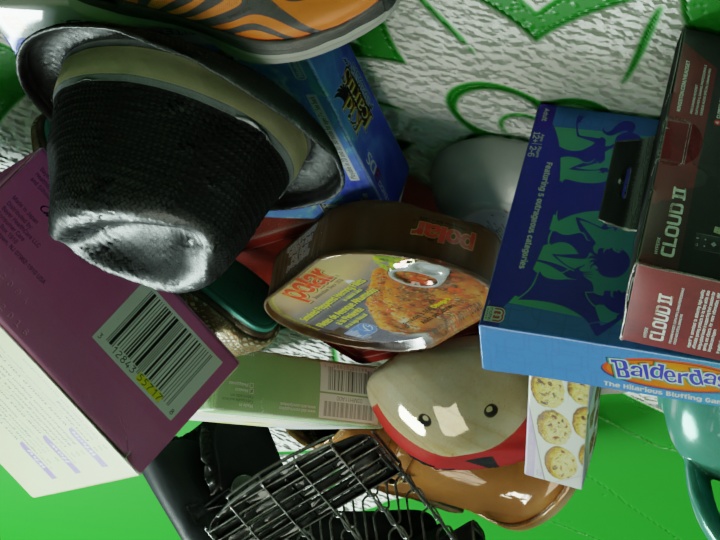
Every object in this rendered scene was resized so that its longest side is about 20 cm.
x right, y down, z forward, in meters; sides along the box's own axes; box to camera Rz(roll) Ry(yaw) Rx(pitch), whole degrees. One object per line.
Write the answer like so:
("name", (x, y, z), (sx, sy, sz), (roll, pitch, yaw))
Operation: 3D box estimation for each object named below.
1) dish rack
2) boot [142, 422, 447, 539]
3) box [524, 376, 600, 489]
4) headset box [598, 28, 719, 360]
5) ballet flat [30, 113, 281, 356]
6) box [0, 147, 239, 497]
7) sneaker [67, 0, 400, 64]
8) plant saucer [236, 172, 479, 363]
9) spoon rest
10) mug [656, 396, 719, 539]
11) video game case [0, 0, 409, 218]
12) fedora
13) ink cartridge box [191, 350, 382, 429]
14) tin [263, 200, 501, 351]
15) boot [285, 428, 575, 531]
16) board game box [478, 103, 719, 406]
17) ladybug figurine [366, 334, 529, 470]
("dish rack", (-0.011, 0.187, 1.593), (0.153, 0.055, 0.200), (-31, 127, 8))
("boot", (-0.051, 0.169, 1.717), (0.199, 0.169, 0.076), (-20, 169, -16))
("box", (0.121, 0.056, 1.353), (0.041, 0.039, 0.201), (13, 143, 11))
("headset box", (0.219, -0.028, 1.132), (0.198, 0.149, 0.075), (11, 148, 6))
("ballet flat", (-0.138, -0.013, 1.410), (0.200, 0.071, 0.065), (44, 131, -10))
("box", (-0.196, 0.038, 1.399), (0.176, 0.097, 0.200), (48, 154, -11))
("sneaker", (-0.081, -0.162, 1.112), (0.198, 0.078, 0.112), (4, 154, 22))
("plant saucer", (0.000, 0.000, 1.451), (0.199, 0.037, 0.199), (33, 149, -32))
("spoon rest", (0.111, -0.011, 1.360), (0.099, 0.061, 0.200), (-5, 135, 33))
("mug", (0.225, 0.058, 1.269), (0.114, 0.186, 0.153), (13, 137, 15))
("video game case", (-0.087, -0.100, 1.268), (0.180, 0.046, 0.200), (4, 149, 23))
("fedora", (-0.108, -0.048, 1.193), (0.199, 0.092, 0.201), (20, 160, 8))
("ink cartridge box", (-0.099, 0.082, 1.568), (0.145, 0.048, 0.199), (9, 170, -39))
("tin", (0.012, 0.005, 1.342), (0.111, 0.042, 0.200), (12, 163, -17))
("boot", (0.052, 0.123, 1.635), (0.155, 0.077, 0.199), (27, 165, -30))
("board game box", (0.175, -0.005, 1.202), (0.198, 0.153, 0.045), (8, 145, 12))
("ladybug figurine", (0.076, 0.089, 1.491), (0.135, 0.073, 0.200), (-11, 169, 13))
